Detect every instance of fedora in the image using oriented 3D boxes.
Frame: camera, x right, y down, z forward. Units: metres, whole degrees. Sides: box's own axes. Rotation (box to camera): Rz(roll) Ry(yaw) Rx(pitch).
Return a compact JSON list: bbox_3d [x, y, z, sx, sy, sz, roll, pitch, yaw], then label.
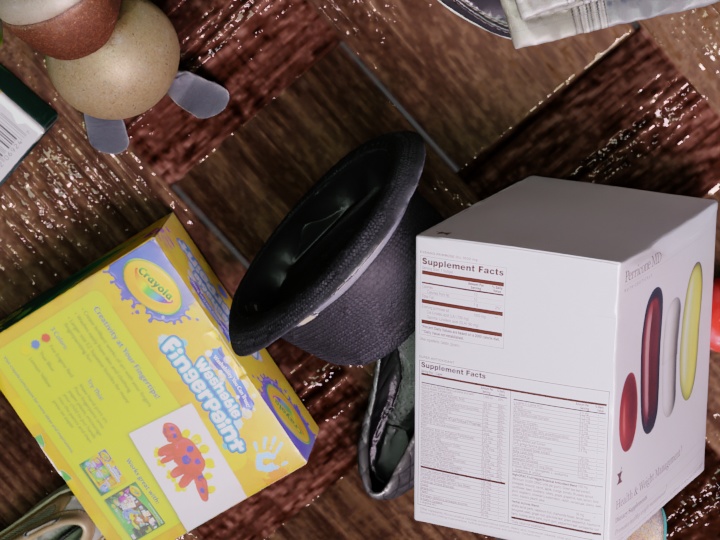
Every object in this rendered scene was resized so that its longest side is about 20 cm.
[{"bbox_3d":[0.000,0.000,1.531,0.092,0.201,0.201,38,107,-19],"label":"fedora"}]

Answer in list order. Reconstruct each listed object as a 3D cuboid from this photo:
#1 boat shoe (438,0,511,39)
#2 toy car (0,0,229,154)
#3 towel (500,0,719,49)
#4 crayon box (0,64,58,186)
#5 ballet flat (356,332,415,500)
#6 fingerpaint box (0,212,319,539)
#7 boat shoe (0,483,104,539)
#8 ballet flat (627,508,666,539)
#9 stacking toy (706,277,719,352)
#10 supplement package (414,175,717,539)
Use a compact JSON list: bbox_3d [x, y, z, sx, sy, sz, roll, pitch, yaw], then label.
[{"bbox_3d":[0.055,-0.231,1.512,0.074,0.060,0.200,-40,98,14],"label":"boat shoe"},{"bbox_3d":[-0.176,-0.169,1.541,0.164,0.158,0.200,-19,132,15],"label":"toy car"},{"bbox_3d":[0.172,-0.262,1.480,0.192,0.035,0.201,-17,105,-6],"label":"towel"},{"bbox_3d":[-0.334,-0.127,1.591,0.200,0.052,0.126,41,106,-7],"label":"crayon box"},{"bbox_3d":[0.039,0.072,1.602,0.066,0.057,0.201,10,102,8],"label":"ballet flat"},{"bbox_3d":[-0.154,0.087,1.622,0.167,0.073,0.200,-32,101,15],"label":"fingerpaint box"},{"bbox_3d":[-0.272,0.238,1.678,0.072,0.076,0.200,42,107,-7],"label":"boat shoe"},{"bbox_3d":[0.164,0.253,1.632,0.067,0.068,0.201,8,110,-32],"label":"ballet flat"},{"bbox_3d":[0.303,-0.021,1.542,0.085,0.085,0.200,34,113,-4],"label":"stacking toy"},{"bbox_3d":[0.141,0.059,1.501,0.147,0.191,0.201,8,108,27],"label":"supplement package"}]
